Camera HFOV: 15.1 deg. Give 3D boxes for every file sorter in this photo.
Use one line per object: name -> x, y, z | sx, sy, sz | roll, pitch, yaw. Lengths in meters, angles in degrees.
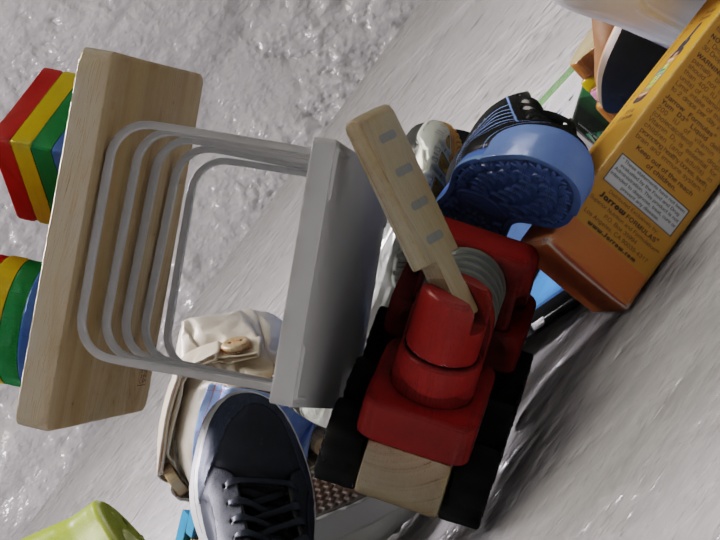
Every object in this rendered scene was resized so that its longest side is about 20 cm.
file sorter -> -0.065, -0.003, 1.502 | 0.200, 0.124, 0.140 | 20, -100, -80

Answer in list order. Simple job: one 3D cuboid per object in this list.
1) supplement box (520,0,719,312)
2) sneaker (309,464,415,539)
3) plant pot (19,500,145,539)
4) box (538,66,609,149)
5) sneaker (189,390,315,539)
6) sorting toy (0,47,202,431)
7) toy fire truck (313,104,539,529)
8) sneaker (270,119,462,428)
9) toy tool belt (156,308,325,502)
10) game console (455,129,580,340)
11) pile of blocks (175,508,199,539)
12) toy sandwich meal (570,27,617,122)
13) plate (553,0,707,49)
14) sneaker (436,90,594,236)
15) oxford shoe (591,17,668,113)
supplement box -> 0.178, -0.072, 1.557 | 0.200, 0.069, 0.067 | -54, 9, -9
sneaker -> -0.026, 0.174, 1.606 | 0.199, 0.085, 0.073 | -31, 23, -16
plant pot -> -0.217, 0.267, 1.898 | 0.193, 0.201, 0.200 | -39, 7, 1
box -> 0.135, -0.086, 2.018 | 0.144, 0.036, 0.200 | -47, 9, 26
sneaker -> -0.039, 0.153, 1.478 | 0.146, 0.076, 0.204 | 141, 128, -64
sorting toy -> -0.160, -0.022, 1.511 | 0.199, 0.069, 0.201 | -2, -77, -79
toy fire truck -> 0.040, 0.009, 1.477 | 0.176, 0.128, 0.201 | -63, -10, -62
sneaker -> 0.000, 0.000, 1.638 | 0.076, 0.087, 0.201 | 11, -83, -64
toy tool belt -> -0.067, 0.132, 1.791 | 0.124, 0.201, 0.123 | -11, 24, -24
game console -> 0.101, -0.043, 1.716 | 0.200, 0.175, 0.117 | -57, -19, -45
pile of blocks -> -0.066, 0.167, 1.719 | 0.200, 0.062, 0.083 | -37, 52, 54
toy sandwich meal -> 0.224, -0.188, 1.790 | 0.205, 0.070, 0.205 | -51, 4, 5
plate -> 0.235, -0.202, 1.606 | 0.199, 0.032, 0.200 | 16, -58, -49
sneaker -> 0.092, -0.067, 1.525 | 0.078, 0.070, 0.200 | -61, 9, -13
oxford shoe -> 0.169, -0.179, 1.671 | 0.071, 0.071, 0.201 | -23, -35, -20
